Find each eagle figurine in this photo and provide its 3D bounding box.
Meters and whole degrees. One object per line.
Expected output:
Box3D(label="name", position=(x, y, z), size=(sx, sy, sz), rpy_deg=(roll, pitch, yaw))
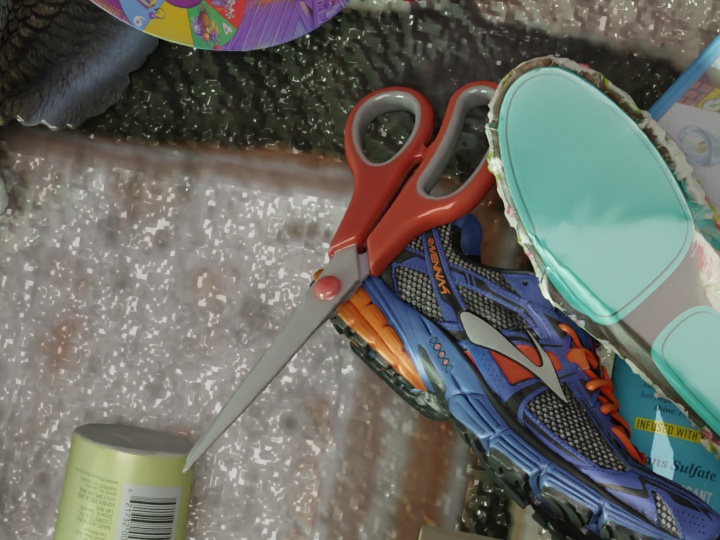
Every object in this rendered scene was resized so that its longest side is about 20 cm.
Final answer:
Box3D(label="eagle figurine", position=(-0.151, -0.119, 0.904), size=(0.152, 0.150, 0.201), rpy_deg=(47, 53, -30))

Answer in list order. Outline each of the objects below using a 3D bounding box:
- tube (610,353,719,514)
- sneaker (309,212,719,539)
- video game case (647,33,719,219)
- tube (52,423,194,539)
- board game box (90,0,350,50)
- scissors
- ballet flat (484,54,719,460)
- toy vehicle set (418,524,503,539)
Box3D(label="tube", position=(0.129, 0.043, 0.895), size=(0.077, 0.050, 0.202), rpy_deg=(14, 85, -7))
Box3D(label="sneaker", position=(0.067, 0.040, 0.863), size=(0.078, 0.075, 0.200), rpy_deg=(-46, 63, -5))
Box3D(label="video game case", position=(0.187, -0.043, 0.802), size=(0.143, 0.200, 0.018), rpy_deg=(47, 52, 6))
Box3D(label="tube", position=(-0.107, 0.164, 0.917), size=(0.058, 0.052, 0.202), rpy_deg=(13, 97, 38))
Box3D(label="board game box", position=(-0.058, -0.186, 0.873), size=(0.157, 0.039, 0.201), rpy_deg=(-16, 87, -37))
Box3D(label="scissors", position=(0.000, 0.000, 0.870), size=(0.073, 0.014, 0.201), rpy_deg=(10, 55, 24))
Box3D(label="ballet flat", position=(0.116, 0.007, 0.847), size=(0.075, 0.064, 0.201), rpy_deg=(-37, 89, 10))
Box3D(label="toy vehicle set", position=(0.105, 0.175, 0.838), size=(0.198, 0.027, 0.125), rpy_deg=(12, 106, 0))
